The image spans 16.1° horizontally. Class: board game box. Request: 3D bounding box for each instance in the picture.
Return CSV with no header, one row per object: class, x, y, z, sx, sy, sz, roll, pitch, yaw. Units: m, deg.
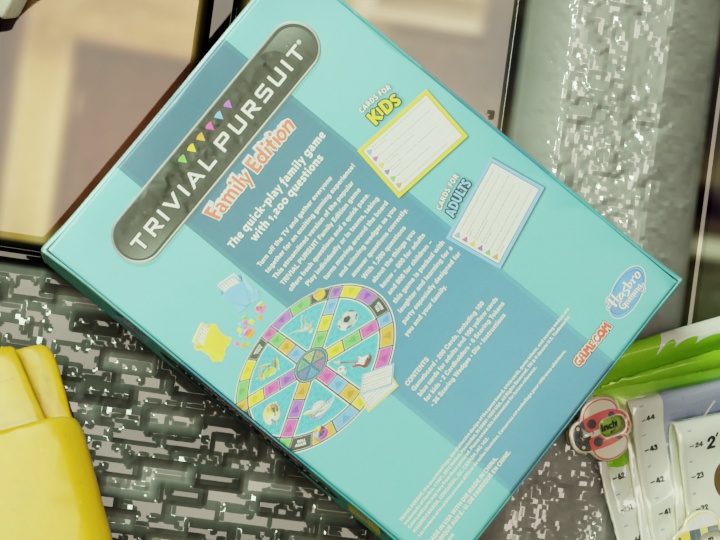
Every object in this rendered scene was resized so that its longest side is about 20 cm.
board game box,0.000,0.000,0.998,0.200,0.047,0.151,40,82,-1

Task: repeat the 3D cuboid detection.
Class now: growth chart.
growth chart,0.167,0.109,1.054,0.144,0.018,0.201,-21,94,-12

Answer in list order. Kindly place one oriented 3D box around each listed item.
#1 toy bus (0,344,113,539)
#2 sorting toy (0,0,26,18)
toy bus,-0.120,0.124,0.944,0.065,0.078,0.201,-14,74,-10
sorting toy,-0.063,-0.214,0.989,0.199,0.107,0.181,-13,72,-11
